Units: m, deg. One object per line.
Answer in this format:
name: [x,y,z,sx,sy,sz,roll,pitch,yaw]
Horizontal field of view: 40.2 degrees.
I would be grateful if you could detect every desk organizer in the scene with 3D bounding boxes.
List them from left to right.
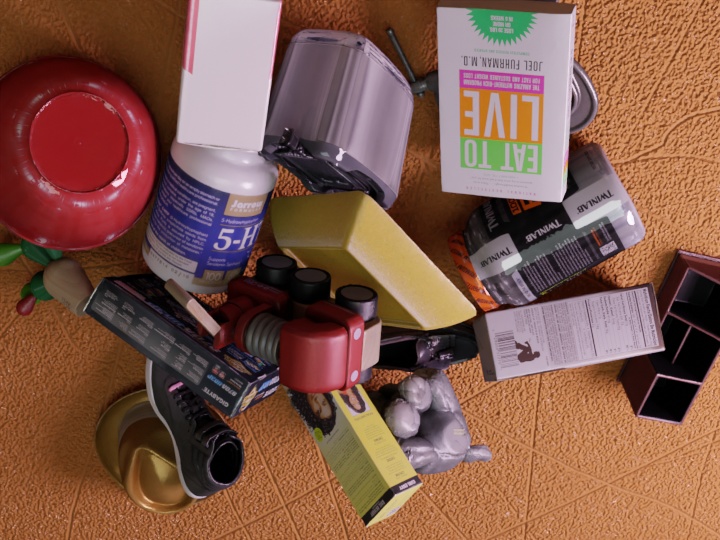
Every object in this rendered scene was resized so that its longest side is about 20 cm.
desk organizer: [0.394,0.086,1.211,0.070,0.077,0.203,11,120,-9]

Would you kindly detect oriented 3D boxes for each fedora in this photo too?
fedora: [-0.255,0.249,1.271,0.196,0.082,0.204,-1,120,-3]

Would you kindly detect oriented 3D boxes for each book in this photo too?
book: [0.147,-0.171,0.992,0.131,0.048,0.203,9,127,21]

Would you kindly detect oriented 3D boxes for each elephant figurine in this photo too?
elephant figurine: [0.032,0.193,1.228,0.199,0.140,0.158,-18,91,51]

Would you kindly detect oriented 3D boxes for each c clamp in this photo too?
c clamp: [0.142,-0.192,1.026,0.197,0.027,0.172,-4,134,28]

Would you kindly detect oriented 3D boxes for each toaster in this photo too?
toaster: [-0.023,-0.152,0.982,0.112,0.132,0.199,9,169,29]

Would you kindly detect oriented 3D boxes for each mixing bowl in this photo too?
mixing bowl: [-0.285,-0.121,0.980,0.196,0.108,0.204,-1,92,-22]

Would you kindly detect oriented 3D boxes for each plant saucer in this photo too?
plant saucer: [0.000,0.000,1.077,0.200,0.199,0.049,45,68,-27]

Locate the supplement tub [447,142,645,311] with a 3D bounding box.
supplement tub: [0.204,-0.043,1.098,0.198,0.123,0.123,-30,118,14]

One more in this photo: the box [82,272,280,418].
box: [-0.185,0.075,1.087,0.198,0.159,0.046,34,98,8]

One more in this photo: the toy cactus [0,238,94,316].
toy cactus: [-0.350,-0.015,1.075,0.165,0.101,0.202,43,127,24]

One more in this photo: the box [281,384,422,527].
box: [-0.013,0.185,1.134,0.050,0.201,0.076,-13,149,-43]

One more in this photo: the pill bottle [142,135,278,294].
pill bottle: [-0.154,-0.088,1.054,0.118,0.120,0.202,16,119,-12]

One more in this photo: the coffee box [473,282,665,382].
coffee box: [0.240,0.074,1.156,0.196,0.113,0.081,-10,83,-2]

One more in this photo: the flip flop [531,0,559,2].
flip flop: [0.167,-0.257,1.010,0.080,0.058,0.202,8,138,15]

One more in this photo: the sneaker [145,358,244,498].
sneaker: [-0.195,0.177,1.193,0.098,0.070,0.204,-14,94,48]

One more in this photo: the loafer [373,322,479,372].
loafer: [0.053,0.101,1.210,0.196,0.063,0.073,2,121,-4]

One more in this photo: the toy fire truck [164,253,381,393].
toy fire truck: [-0.095,0.055,0.998,0.174,0.199,0.131,21,117,33]

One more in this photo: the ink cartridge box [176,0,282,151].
ink cartridge box: [-0.125,-0.222,0.929,0.083,0.201,0.148,5,121,-12]
